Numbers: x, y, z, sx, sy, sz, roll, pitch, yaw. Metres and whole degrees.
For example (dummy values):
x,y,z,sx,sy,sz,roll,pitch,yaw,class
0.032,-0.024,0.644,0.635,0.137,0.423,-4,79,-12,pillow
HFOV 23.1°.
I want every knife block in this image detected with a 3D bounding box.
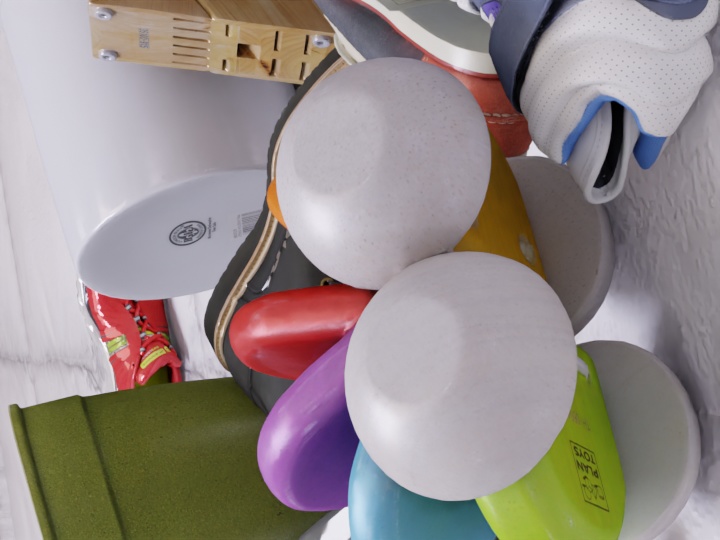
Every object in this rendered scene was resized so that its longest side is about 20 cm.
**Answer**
x,y,z,sx,sy,sz,roll,pitch,yaw,class
-0.091,-0.201,0.962,0.064,0.198,0.177,107,169,-70,knife block

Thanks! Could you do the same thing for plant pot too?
x,y,z,sx,sy,sz,roll,pitch,yaw,class
-0.073,0.140,0.967,0.200,0.191,0.202,162,90,-79,plant pot

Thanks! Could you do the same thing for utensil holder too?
x,y,z,sx,sy,sz,roll,pitch,yaw,class
-0.124,-0.106,1.077,0.170,0.168,0.202,117,139,-60,utensil holder

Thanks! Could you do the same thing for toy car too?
x,y,z,sx,sy,sz,roll,pitch,yaw,class
0.022,0.032,0.658,0.175,0.149,0.201,29,-145,-55,toy car

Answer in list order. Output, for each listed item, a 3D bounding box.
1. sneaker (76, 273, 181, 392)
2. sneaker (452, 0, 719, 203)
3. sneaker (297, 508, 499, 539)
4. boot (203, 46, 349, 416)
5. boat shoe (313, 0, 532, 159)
x,y,z,sx,sy,sz,roll,pitch,yaw,class
-0.181,0.061,1.491,0.085,0.076,0.202,4,109,59,sneaker
0.063,-0.097,0.667,0.200,0.080,0.148,176,89,-66,sneaker
0.055,0.127,0.816,0.115,0.076,0.200,51,135,8,sneaker
0.000,0.000,0.869,0.139,0.077,0.201,56,132,49,boot
0.023,-0.107,0.805,0.200,0.071,0.063,-132,35,-52,boat shoe
